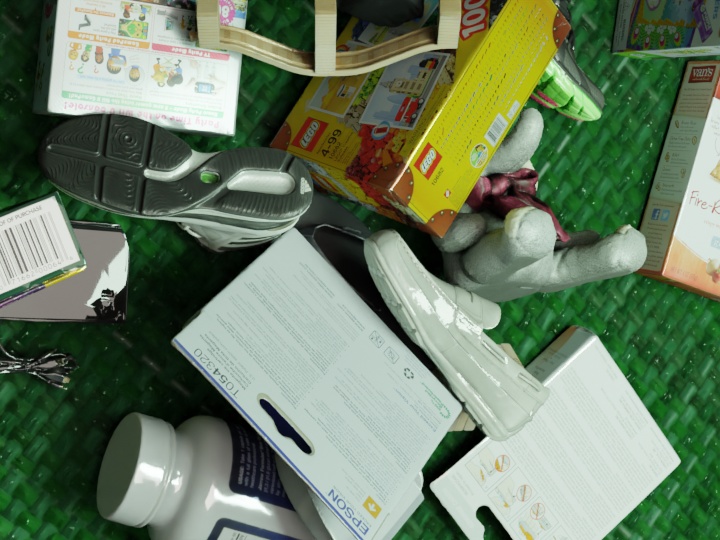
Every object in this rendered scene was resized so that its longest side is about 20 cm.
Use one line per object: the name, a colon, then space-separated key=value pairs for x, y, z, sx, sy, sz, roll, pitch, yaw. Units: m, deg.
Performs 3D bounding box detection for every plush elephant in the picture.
plush elephant: x=0.113 y=-0.058 z=1.214 sx=0.164 sy=0.199 sz=0.157 roll=5 pitch=71 yaw=-38

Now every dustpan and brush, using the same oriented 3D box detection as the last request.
dustpan and brush: x=-0.035 y=0.118 z=1.128 sx=0.200 sy=0.057 sz=0.139 roll=42 pitch=33 yaw=6

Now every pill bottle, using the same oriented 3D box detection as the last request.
pill bottle: x=-0.098 y=0.177 z=1.155 sx=0.199 sy=0.111 sz=0.112 roll=21 pitch=87 yaw=-26

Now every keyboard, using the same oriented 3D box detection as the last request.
keyboard: x=-0.269 y=0.023 z=1.107 sx=0.198 sy=0.021 sz=0.129 roll=4 pitch=88 yaw=-25

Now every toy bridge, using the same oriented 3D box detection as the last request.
toy bridge: x=-0.027 y=-0.173 z=1.094 sx=0.198 sy=0.067 sz=0.027 roll=-1 pitch=55 yaw=-2

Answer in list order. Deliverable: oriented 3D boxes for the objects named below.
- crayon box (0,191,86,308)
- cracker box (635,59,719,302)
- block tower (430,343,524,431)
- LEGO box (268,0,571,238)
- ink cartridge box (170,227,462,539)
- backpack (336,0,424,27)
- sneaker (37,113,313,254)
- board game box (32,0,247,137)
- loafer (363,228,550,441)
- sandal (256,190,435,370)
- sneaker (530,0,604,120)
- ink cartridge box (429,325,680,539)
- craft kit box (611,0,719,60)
crayon box: x=-0.299 y=0.013 z=0.987 sx=0.199 sy=0.172 sz=0.059 roll=-25 pitch=100 yaw=-23
cracker box: x=0.337 y=-0.076 z=1.362 sx=0.133 sy=0.058 sz=0.202 roll=17 pitch=88 yaw=-26
block tower: x=0.041 y=0.097 z=1.232 sx=0.198 sy=0.058 sz=0.054 roll=2 pitch=124 yaw=-24
LEGO box: x=0.046 y=-0.143 z=1.158 sx=0.077 sy=0.148 sz=0.201 roll=41 pitch=77 yaw=-44
ink cartridge box: x=-0.034 y=0.085 z=1.088 sx=0.197 sy=0.043 sz=0.200 roll=47 pitch=35 yaw=-2
backpack: x=0.007 y=-0.304 z=1.128 sx=0.166 sy=0.126 sz=0.202 roll=31 pitch=67 yaw=-33
sneaker: x=-0.143 y=-0.050 z=1.112 sx=0.198 sy=0.115 sz=0.076 roll=10 pitch=66 yaw=-12
board game box: x=-0.159 y=-0.208 z=1.110 sx=0.146 sy=0.064 sz=0.202 roll=6 pitch=92 yaw=-25
loafer: x=0.075 y=0.042 z=1.160 sx=0.070 sy=0.070 sz=0.201 roll=-39 pitch=110 yaw=-5
sandal: x=0.001 y=0.000 z=1.193 sx=0.199 sy=0.043 sz=0.076 roll=36 pitch=70 yaw=-5
sneaker: x=0.155 y=-0.209 z=1.251 sx=0.084 sy=0.077 sz=0.201 roll=-41 pitch=112 yaw=-11
ink cartridge box: x=0.169 y=0.174 z=1.324 sx=0.200 sy=0.050 sz=0.163 roll=-40 pitch=111 yaw=-7
craft kit box: x=0.292 y=-0.279 z=1.241 sx=0.048 sy=0.197 sz=0.202 roll=6 pitch=92 yaw=-26
